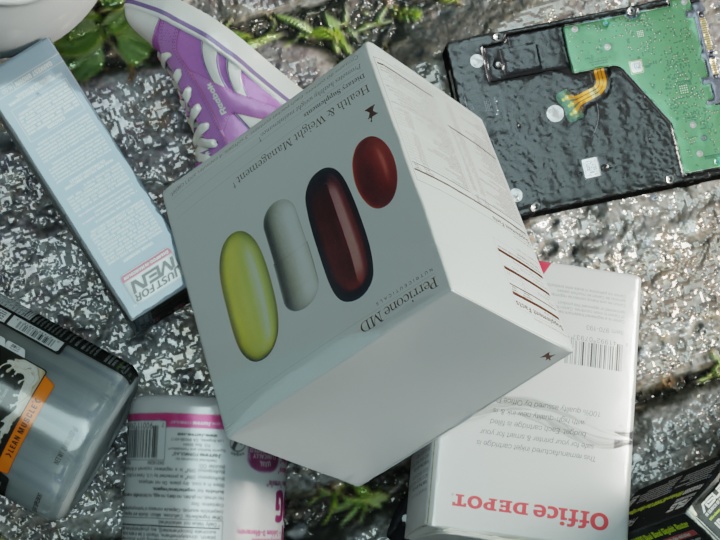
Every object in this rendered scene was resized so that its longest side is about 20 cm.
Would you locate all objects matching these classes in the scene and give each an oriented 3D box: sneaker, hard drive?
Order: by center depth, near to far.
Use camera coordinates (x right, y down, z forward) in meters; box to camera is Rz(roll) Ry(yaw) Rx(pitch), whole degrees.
[{"bbox_3d":[-0.112,-0.113,1.350,0.200,0.073,0.114,38,85,2],"label":"sneaker"},{"bbox_3d":[0.171,-0.119,1.385,0.199,0.038,0.141,-12,84,-4],"label":"hard drive"}]

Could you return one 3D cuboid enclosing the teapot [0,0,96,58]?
[{"bbox_3d":[-0.246,-0.238,1.275,0.200,0.146,0.198,-39,107,-16],"label":"teapot"}]

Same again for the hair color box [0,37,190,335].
[{"bbox_3d":[-0.190,-0.057,1.322,0.060,0.099,0.201,-32,86,-8],"label":"hair color box"}]

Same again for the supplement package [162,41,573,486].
[{"bbox_3d":[0.000,0.000,1.233,0.191,0.147,0.201,-35,55,23],"label":"supplement package"}]

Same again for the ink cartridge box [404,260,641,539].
[{"bbox_3d":[0.114,0.098,1.309,0.144,0.083,0.201,9,74,-11],"label":"ink cartridge box"}]

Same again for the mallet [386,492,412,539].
[{"bbox_3d":[0.008,0.252,1.330,0.066,0.041,0.200,36,86,0],"label":"mallet"}]

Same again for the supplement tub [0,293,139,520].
[{"bbox_3d":[-0.265,0.077,1.289,0.199,0.123,0.123,28,82,0],"label":"supplement tub"}]

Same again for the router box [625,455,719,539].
[{"bbox_3d":[0.256,0.208,1.267,0.150,0.200,0.062,44,71,2],"label":"router box"}]

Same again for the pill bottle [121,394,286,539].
[{"bbox_3d":[-0.109,0.190,1.288,0.113,0.113,0.201,3,83,-3],"label":"pill bottle"}]
